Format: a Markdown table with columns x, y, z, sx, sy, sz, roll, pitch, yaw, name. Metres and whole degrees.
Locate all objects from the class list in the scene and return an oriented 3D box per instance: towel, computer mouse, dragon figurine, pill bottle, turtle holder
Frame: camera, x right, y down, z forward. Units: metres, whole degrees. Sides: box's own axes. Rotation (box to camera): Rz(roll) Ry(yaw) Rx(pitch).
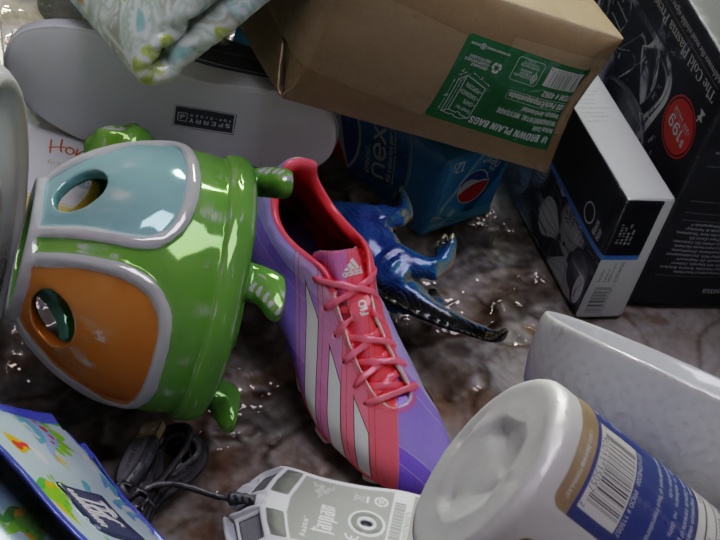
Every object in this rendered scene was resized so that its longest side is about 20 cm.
| x | y | z | sx | sy | sz | roll | pitch | yaw | name |
| --- | --- | --- | --- | --- | --- | --- | --- | --- | --- |
| -0.083 | -0.211 | 1.274 | 0.200 | 0.048 | 0.171 | -40 | 41 | -1 | towel |
| -0.034 | 0.139 | 1.145 | 0.199 | 0.044 | 0.110 | 15 | 33 | 2 | computer mouse |
| 0.000 | 0.000 | 1.307 | 0.099 | 0.059 | 0.200 | -10 | 43 | -30 | dragon figurine |
| 0.132 | 0.153 | 1.106 | 0.200 | 0.111 | 0.111 | 39 | 34 | -18 | pill bottle |
| -0.112 | -0.015 | 1.177 | 0.131 | 0.141 | 0.186 | 12 | 63 | -11 | turtle holder |

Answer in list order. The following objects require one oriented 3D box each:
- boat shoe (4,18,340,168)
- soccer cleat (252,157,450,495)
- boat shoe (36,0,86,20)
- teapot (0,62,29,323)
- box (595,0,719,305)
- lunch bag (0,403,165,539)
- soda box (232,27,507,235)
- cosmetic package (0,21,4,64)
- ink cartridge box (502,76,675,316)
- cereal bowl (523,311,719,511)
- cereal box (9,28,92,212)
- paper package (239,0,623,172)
| x | y | z | sx | sy | sz | roll | pitch | yaw | name |
| --- | --- | --- | --- | --- | --- | --- | --- | --- | --- |
| -0.109 | -0.113 | 1.320 | 0.199 | 0.072 | 0.068 | 11 | 31 | -5 | boat shoe |
| -0.007 | 0.031 | 1.228 | 0.067 | 0.077 | 0.200 | -18 | 67 | -33 | soccer cleat |
| -0.139 | -0.180 | 1.430 | 0.071 | 0.070 | 0.201 | 17 | 15 | 19 | boat shoe |
| -0.259 | -0.034 | 1.139 | 0.146 | 0.198 | 0.200 | 10 | 26 | 5 | teapot |
| 0.213 | -0.109 | 1.436 | 0.104 | 0.182 | 0.200 | 2 | 41 | -22 | box |
| -0.165 | 0.149 | 1.011 | 0.170 | 0.128 | 0.200 | 44 | 35 | 24 | lunch bag |
| 0.005 | -0.114 | 1.443 | 0.068 | 0.064 | 0.200 | -20 | 53 | -40 | soda box |
| -0.306 | -0.095 | 1.262 | 0.199 | 0.087 | 0.104 | 8 | 41 | -17 | cosmetic package |
| 0.130 | -0.074 | 1.423 | 0.039 | 0.100 | 0.200 | -1 | 42 | -23 | ink cartridge box |
| 0.175 | 0.098 | 1.220 | 0.200 | 0.084 | 0.200 | 24 | 5 | -2 | cereal bowl |
| -0.146 | -0.063 | 1.334 | 0.143 | 0.040 | 0.200 | 9 | 39 | -14 | cereal box |
| 0.026 | -0.166 | 1.352 | 0.200 | 0.104 | 0.191 | 14 | 30 | -30 | paper package |
